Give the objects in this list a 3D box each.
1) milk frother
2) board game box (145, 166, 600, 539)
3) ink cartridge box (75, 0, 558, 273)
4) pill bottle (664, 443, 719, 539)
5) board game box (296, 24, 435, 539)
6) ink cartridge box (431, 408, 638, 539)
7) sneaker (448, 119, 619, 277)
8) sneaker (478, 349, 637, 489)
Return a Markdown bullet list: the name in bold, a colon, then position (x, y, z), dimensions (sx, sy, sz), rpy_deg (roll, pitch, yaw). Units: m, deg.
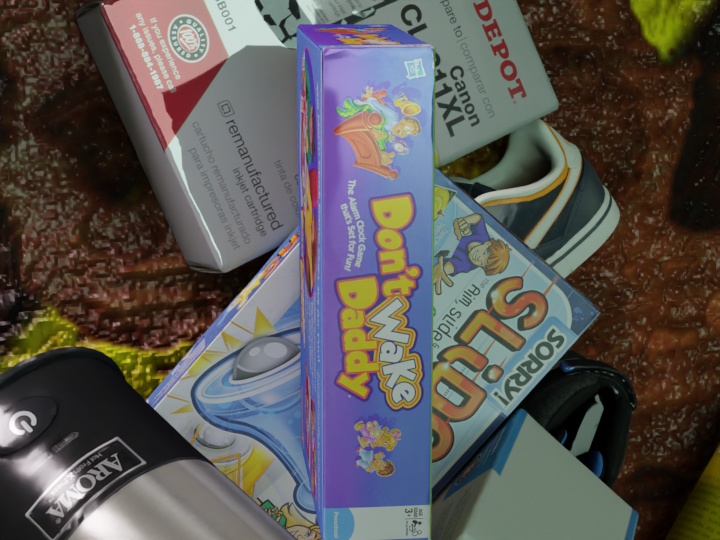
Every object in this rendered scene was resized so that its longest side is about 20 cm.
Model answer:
- **milk frother**: position (-0.094, 0.169, 0.742), dimensions (0.188, 0.200, 0.181), rpy_deg (38, 83, 28)
- **board game box**: position (-0.001, 0.049, 0.825), dimensions (0.135, 0.034, 0.200), rpy_deg (39, 96, -13)
- **ink cartridge box**: position (-0.021, -0.107, 0.868), dimensions (0.200, 0.083, 0.146), rpy_deg (-27, 100, -15)
- **pill bottle**: position (0.216, 0.175, 0.942), dimensions (0.109, 0.109, 0.200), rpy_deg (34, 81, -16)
- **board game box**: position (0.000, 0.000, 0.727), dimensions (0.045, 0.134, 0.201), rpy_deg (-1, 102, -6)
- **ink cartridge box**: position (0.030, 0.181, 0.806), dimensions (0.085, 0.145, 0.200), rpy_deg (42, 114, -1)
- **sneaker**: position (0.048, 0.003, 0.895), dimensions (0.200, 0.078, 0.079), rpy_deg (-47, 119, -20)
- **sneaker**: position (0.065, 0.122, 0.889), dimensions (0.073, 0.112, 0.200), rpy_deg (39, 81, -15)
